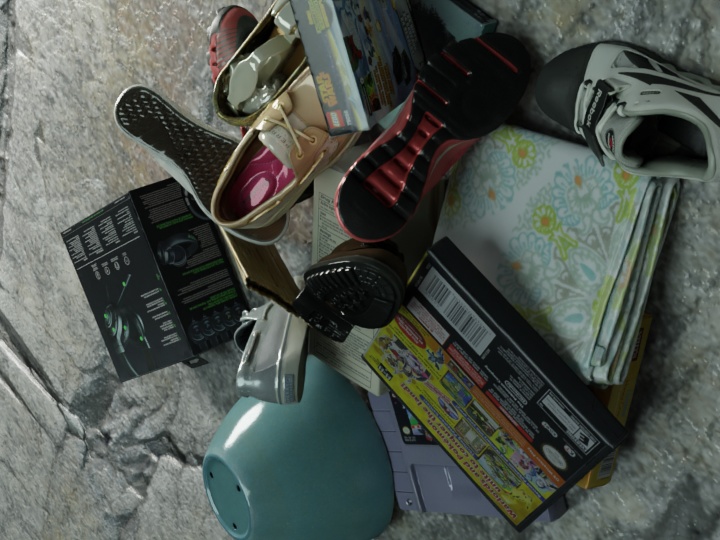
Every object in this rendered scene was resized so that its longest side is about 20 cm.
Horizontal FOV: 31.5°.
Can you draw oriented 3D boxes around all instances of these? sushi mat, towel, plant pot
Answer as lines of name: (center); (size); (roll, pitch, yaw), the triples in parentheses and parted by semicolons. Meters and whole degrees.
sushi mat: (-0.101, -0.020, 1.213); (0.012, 0.095, 0.200); (-48, 35, 11)
towel: (0.140, -0.017, 0.992); (0.199, 0.048, 0.173); (23, 102, 40)
plant pot: (-0.079, 0.203, 1.283); (0.200, 0.134, 0.202); (33, 133, 44)

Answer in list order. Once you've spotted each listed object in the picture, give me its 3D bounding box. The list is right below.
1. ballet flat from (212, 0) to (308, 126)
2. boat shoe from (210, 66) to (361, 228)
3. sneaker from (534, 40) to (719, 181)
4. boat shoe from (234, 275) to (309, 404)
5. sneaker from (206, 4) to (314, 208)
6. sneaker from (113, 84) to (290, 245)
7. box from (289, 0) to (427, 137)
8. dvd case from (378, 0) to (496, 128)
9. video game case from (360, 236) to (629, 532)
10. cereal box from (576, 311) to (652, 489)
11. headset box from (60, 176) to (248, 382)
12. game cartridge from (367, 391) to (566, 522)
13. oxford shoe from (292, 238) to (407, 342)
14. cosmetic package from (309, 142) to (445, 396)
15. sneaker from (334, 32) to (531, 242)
ballet flat: (-0.063, -0.197, 1.086); (0.071, 0.070, 0.200); (52, 123, 17)
boat shoe: (-0.059, -0.106, 1.077); (0.074, 0.069, 0.200); (42, 117, 10)
sneaker: (0.189, -0.110, 0.897); (0.199, 0.088, 0.075); (23, 125, 42)
boat shoe: (-0.084, 0.059, 1.210); (0.071, 0.201, 0.071); (3, 114, 0)
sneaker: (-0.081, -0.153, 1.193); (0.097, 0.071, 0.202); (-3, 107, 49)
sneaker: (-0.137, -0.099, 1.196); (0.200, 0.085, 0.073); (43, 93, 9)
box: (-0.009, -0.219, 0.979); (0.040, 0.137, 0.202); (-7, 109, 28)
dvd case: (0.021, -0.201, 1.095); (0.200, 0.022, 0.147); (44, 135, 27)
video game case: (0.097, 0.095, 1.006); (0.200, 0.025, 0.181); (47, 147, 12)
cereal box: (0.133, 0.074, 1.053); (0.199, 0.039, 0.145); (22, 106, 41)
headset box: (-0.223, 0.017, 1.413); (0.174, 0.092, 0.202); (-22, 91, 50)
game cartridge: (0.091, 0.162, 1.174); (0.199, 0.038, 0.131); (-8, 105, 50)
oxford shoe: (0.000, 0.000, 1.018); (0.073, 0.085, 0.200); (40, 165, -8)
cosmetic package: (0.012, -0.002, 1.155); (0.105, 0.071, 0.202); (30, 128, 39)
sneaker: (0.049, -0.108, 0.998); (0.074, 0.200, 0.087); (44, 177, -5)
